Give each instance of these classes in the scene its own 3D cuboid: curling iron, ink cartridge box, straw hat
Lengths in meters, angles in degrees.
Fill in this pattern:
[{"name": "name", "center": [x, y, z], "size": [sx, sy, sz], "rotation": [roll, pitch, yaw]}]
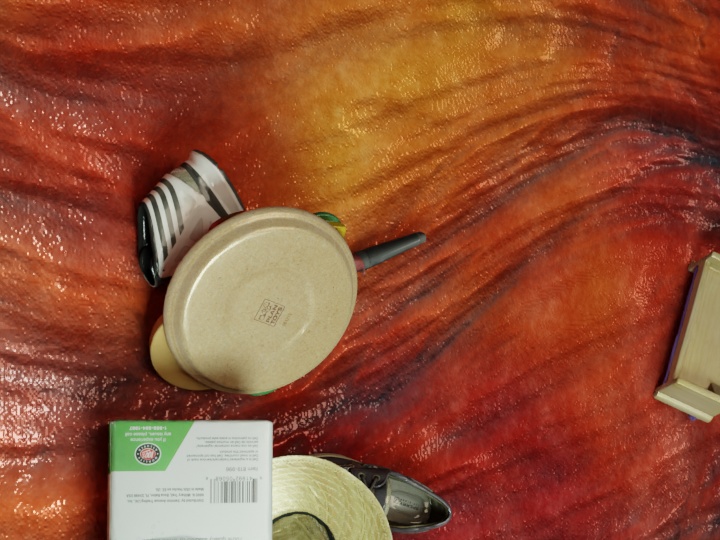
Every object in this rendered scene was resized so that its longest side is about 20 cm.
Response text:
[{"name": "curling iron", "center": [0.000, 0.000, 1.473], "size": [0.050, 0.026, 0.199], "rotation": [44, 45, 18]}, {"name": "ink cartridge box", "center": [-0.153, 0.234, 1.247], "size": [0.145, 0.083, 0.202], "rotation": [2, 82, -11]}, {"name": "straw hat", "center": [-0.066, 0.276, 1.338], "size": [0.199, 0.085, 0.203], "rotation": [0, 82, -1]}]

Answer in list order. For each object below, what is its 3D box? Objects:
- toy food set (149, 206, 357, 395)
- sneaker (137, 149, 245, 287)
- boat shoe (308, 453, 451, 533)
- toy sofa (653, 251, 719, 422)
[{"name": "toy food set", "center": [-0.092, 0.030, 1.312], "size": [0.196, 0.049, 0.202], "rotation": [4, 114, -28]}, {"name": "sneaker", "center": [-0.146, -0.004, 1.343], "size": [0.115, 0.075, 0.201], "rotation": [-39, 116, -16]}, {"name": "boat shoe", "center": [0.009, 0.229, 1.427], "size": [0.199, 0.065, 0.073], "rotation": [20, 73, -36]}, {"name": "toy sofa", "center": [0.441, 0.087, 1.807], "size": [0.082, 0.098, 0.202], "rotation": [24, 67, -8]}]
